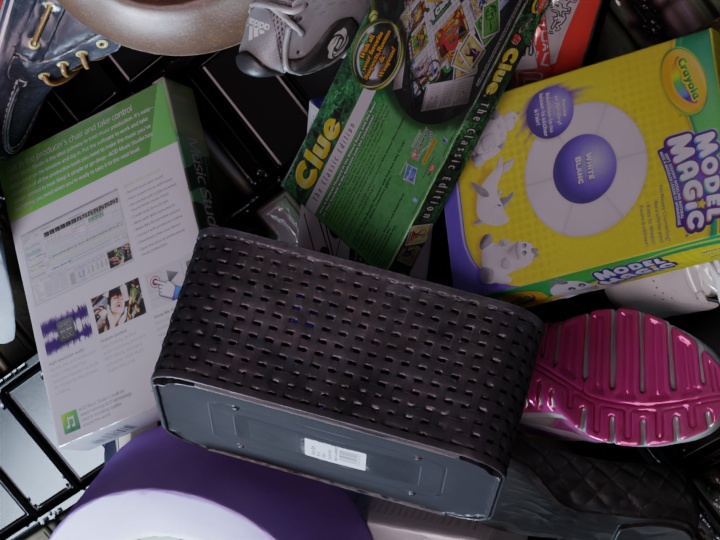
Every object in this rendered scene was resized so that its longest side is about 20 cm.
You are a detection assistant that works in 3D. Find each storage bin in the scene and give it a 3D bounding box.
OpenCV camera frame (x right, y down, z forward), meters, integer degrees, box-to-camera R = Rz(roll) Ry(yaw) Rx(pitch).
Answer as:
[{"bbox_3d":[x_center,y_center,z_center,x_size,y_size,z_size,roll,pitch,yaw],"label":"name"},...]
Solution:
[{"bbox_3d":[-0.007,0.062,1.162,0.199,0.094,0.135,16,160,5],"label":"storage bin"}]

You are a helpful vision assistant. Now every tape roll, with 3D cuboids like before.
[{"bbox_3d":[-0.094,0.199,1.289,0.199,0.085,0.201,9,119,17],"label":"tape roll"}]

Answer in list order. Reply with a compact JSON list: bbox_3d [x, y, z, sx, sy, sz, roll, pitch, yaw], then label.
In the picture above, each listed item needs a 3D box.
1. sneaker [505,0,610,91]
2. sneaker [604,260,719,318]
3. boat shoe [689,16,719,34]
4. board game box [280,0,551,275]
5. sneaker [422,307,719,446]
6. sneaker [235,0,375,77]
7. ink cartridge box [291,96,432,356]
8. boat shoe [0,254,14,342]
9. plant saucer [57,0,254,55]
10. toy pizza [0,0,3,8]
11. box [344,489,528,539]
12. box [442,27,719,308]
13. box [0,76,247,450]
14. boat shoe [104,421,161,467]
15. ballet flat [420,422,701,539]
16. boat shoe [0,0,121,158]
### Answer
[{"bbox_3d":[0.093,-0.181,1.160,0.108,0.067,0.202,21,124,9],"label":"sneaker"},{"bbox_3d":[0.215,-0.002,1.162,0.199,0.130,0.080,-14,108,28],"label":"sneaker"},{"bbox_3d":[0.166,-0.064,1.173,0.072,0.068,0.200,19,134,-41],"label":"boat shoe"},{"bbox_3d":[0.032,-0.105,1.154,0.105,0.023,0.200,42,114,35],"label":"board game box"},{"bbox_3d":[0.139,0.064,1.252,0.200,0.088,0.082,8,85,34],"label":"sneaker"},{"bbox_3d":[-0.048,-0.166,1.142,0.075,0.200,0.116,34,96,40],"label":"sneaker"},{"bbox_3d":[0.000,0.000,1.276,0.094,0.044,0.200,44,136,48],"label":"ink cartridge box"},{"bbox_3d":[-0.280,-0.014,1.341,0.091,0.071,0.200,-12,147,-8],"label":"boat shoe"},{"bbox_3d":[-0.113,-0.224,1.205,0.200,0.037,0.201,2,102,8],"label":"plant saucer"},{"bbox_3d":[-0.218,-0.231,1.210,0.032,0.200,0.201,4,123,-18],"label":"toy pizza"},{"bbox_3d":[0.004,0.196,1.363,0.199,0.106,0.153,9,119,18],"label":"box"},{"bbox_3d":[0.140,-0.053,1.119,0.200,0.048,0.118,-15,71,27],"label":"box"},{"bbox_3d":[-0.148,-0.003,1.306,0.144,0.036,0.201,-23,73,27],"label":"box"},{"bbox_3d":[-0.143,0.070,1.383,0.074,0.093,0.201,3,90,-22],"label":"boat shoe"},{"bbox_3d":[0.117,0.130,1.271,0.200,0.057,0.067,18,134,-17],"label":"ballet flat"},{"bbox_3d":[-0.188,-0.143,1.293,0.091,0.071,0.201,24,121,8],"label":"boat shoe"}]
